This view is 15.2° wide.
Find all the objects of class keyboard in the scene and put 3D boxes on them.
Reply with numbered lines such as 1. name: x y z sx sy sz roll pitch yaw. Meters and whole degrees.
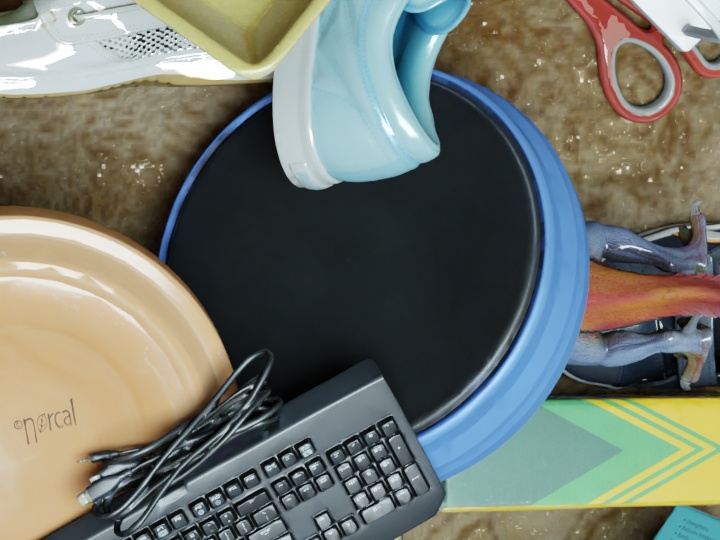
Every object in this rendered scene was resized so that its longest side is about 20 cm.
1. keyboard: -0.068 0.109 1.102 0.200 0.040 0.104 -30 110 -3

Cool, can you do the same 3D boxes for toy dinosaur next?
1. toy dinosaur: 0.068 -0.007 1.213 0.181 0.200 0.105 7 79 -13

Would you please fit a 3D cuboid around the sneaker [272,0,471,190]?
1. sneaker: 0.012 -0.134 1.170 0.082 0.074 0.200 -2 82 21

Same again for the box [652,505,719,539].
1. box: 0.124 0.212 1.239 0.200 0.049 0.082 -53 142 -21

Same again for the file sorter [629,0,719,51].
1. file sorter: 0.173 -0.212 1.174 0.139 0.125 0.200 45 94 -7

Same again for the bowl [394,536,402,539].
1. bowl: -0.060 0.141 1.227 0.201 0.201 0.094 -28 134 -3

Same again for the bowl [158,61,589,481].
1. bowl: 0.000 0.000 1.186 0.201 0.201 0.039 -44 151 3

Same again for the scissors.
1. scissors: 0.096 -0.149 1.249 0.073 0.014 0.200 -45 108 6

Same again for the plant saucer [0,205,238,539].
1. plant saucer: -0.146 0.073 1.111 0.200 0.032 0.200 -4 107 -13

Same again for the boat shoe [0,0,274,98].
1. boat shoe: -0.115 -0.116 1.187 0.200 0.071 0.069 -6 107 -19

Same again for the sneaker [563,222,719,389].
1. sneaker: 0.187 0.017 1.281 0.200 0.079 0.078 -11 108 -7

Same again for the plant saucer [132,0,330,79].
1. plant saucer: -0.061 -0.198 1.130 0.200 0.048 0.200 36 76 10

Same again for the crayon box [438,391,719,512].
1. crayon box: 0.118 0.083 1.255 0.200 0.126 0.052 0 88 -13
